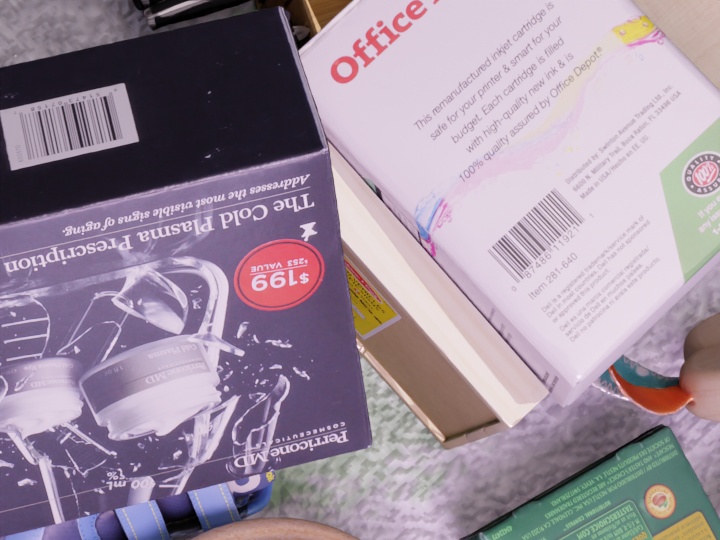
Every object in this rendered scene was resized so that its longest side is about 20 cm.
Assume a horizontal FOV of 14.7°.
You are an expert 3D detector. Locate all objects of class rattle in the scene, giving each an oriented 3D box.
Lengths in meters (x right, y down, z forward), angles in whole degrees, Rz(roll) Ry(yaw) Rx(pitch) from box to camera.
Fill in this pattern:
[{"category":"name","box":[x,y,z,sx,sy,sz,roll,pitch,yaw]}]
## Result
[{"category":"rattle","box":[0.200,0.087,1.409,0.199,0.130,0.143,-20,127,-35]}]

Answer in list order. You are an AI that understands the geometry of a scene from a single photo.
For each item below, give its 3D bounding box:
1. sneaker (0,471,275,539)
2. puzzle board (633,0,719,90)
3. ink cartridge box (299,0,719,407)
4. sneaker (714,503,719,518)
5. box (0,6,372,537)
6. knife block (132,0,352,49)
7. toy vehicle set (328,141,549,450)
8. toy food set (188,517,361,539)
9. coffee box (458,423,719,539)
[{"category":"sneaker","box":[-0.091,0.090,1.302,0.082,0.074,0.200,32,65,33]},{"category":"puzzle board","box":[0.126,-0.119,1.362,0.200,0.017,0.151,-40,83,-5]},{"category":"ink cartridge box","box":[0.080,-0.060,1.302,0.145,0.084,0.200,-42,83,-7]},{"category":"sneaker","box":[0.261,0.182,1.399,0.199,0.074,0.082,30,26,-10]},{"category":"box","box":[-0.107,0.005,1.212,0.199,0.183,0.104,-13,45,-5]},{"category":"knife block","box":[-0.020,-0.160,1.406,0.175,0.064,0.201,27,70,-12]},{"category":"toy vehicle set","box":[0.000,0.000,1.341,0.027,0.124,0.200,-42,93,-15]},{"category":"toy food set","box":[-0.049,0.214,1.292,0.199,0.049,0.199,-18,101,-23]},{"category":"coffee box","box":[0.145,0.192,1.362,0.123,0.044,0.201,-28,86,-23]}]
